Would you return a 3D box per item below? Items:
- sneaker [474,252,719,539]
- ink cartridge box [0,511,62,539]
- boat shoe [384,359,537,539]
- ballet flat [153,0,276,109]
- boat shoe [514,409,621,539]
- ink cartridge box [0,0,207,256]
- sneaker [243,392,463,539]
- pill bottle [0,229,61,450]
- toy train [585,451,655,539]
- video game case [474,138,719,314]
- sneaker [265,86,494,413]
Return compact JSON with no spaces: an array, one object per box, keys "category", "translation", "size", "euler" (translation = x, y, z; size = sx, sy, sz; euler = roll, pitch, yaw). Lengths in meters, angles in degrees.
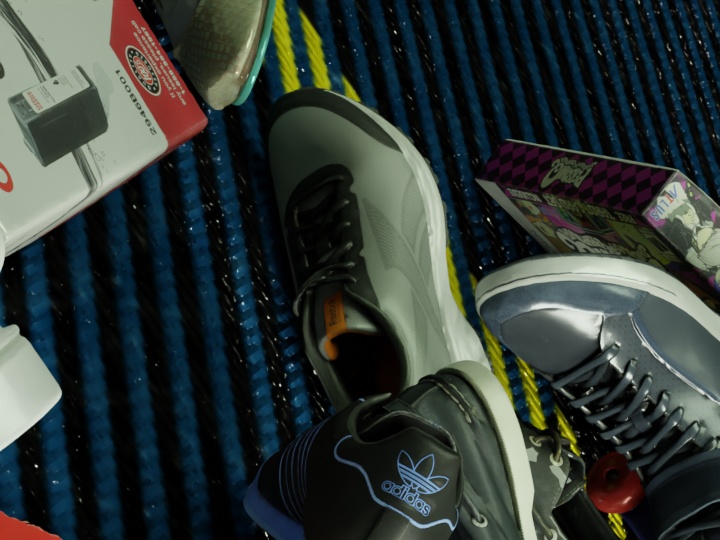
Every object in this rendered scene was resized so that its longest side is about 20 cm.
[{"category":"sneaker","translation":[0.139,0.082,1.364],"size":[0.202,0.077,0.146],"euler":[24,50,-31]},{"category":"ink cartridge box","translation":[-0.049,0.173,1.073],"size":[0.200,0.050,0.161],"euler":[34,33,-46]},{"category":"boat shoe","translation":[0.049,0.143,1.268],"size":[0.066,0.074,0.200],"euler":[-17,98,-32]},{"category":"ballet flat","translation":[-0.074,-0.142,1.405],"size":[0.062,0.068,0.200],"euler":[21,30,-10]},{"category":"boat shoe","translation":[0.085,0.108,1.393],"size":[0.200,0.057,0.069],"euler":[59,24,0]},{"category":"ink cartridge box","translation":[-0.160,-0.076,1.108],"size":[0.144,0.084,0.200],"euler":[58,24,-3]},{"category":"sneaker","translation":[0.004,0.087,1.152],"size":[0.070,0.078,0.200],"euler":[33,2,-10]},{"category":"pill bottle","translation":[-0.188,-0.017,0.953],"size":[0.200,0.111,0.111],"euler":[56,24,-6]},{"category":"toy train","translation":[0.208,0.142,1.450],"size":[0.085,0.116,0.200],"euler":[48,4,-45]},{"category":"video game case","translation":[0.170,0.005,1.557],"size":[0.181,0.036,0.200],"euler":[43,-10,-23]},{"category":"sneaker","translation":[0.000,0.000,1.345],"size":[0.079,0.074,0.200],"euler":[10,52,-52]}]
